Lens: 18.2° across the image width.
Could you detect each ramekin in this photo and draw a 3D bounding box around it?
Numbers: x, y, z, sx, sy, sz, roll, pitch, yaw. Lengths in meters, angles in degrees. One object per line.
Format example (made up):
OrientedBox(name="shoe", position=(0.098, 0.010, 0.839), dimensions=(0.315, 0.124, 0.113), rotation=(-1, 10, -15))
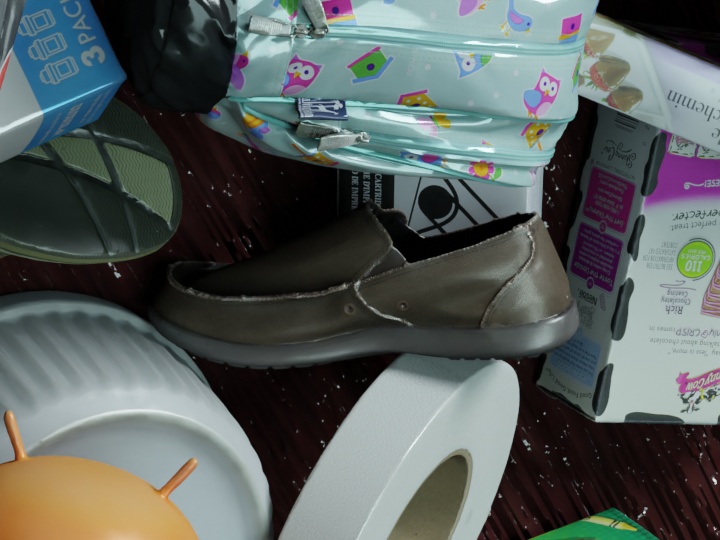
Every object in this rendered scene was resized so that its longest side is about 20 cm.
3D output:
OrientedBox(name="ramekin", position=(-0.133, 0.120, 1.010), dimensions=(0.199, 0.105, 0.202), rotation=(-11, 113, -27))

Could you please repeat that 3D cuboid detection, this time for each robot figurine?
OrientedBox(name="robot figurine", position=(-0.125, 0.162, 0.891), dimensions=(0.116, 0.143, 0.201), rotation=(9, 97, -48))

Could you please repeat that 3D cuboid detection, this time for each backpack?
OrientedBox(name="backpack", position=(-0.001, -0.107, 0.937), dimensions=(0.199, 0.167, 0.127), rotation=(7, 113, -18))

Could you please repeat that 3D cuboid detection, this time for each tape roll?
OrientedBox(name="tape roll", position=(0.013, 0.126, 1.077), dimensions=(0.203, 0.037, 0.203), rotation=(-52, 158, -31))

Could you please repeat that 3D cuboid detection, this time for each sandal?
OrientedBox(name="sandal", position=(-0.176, -0.038, 0.960), dimensions=(0.199, 0.057, 0.080), rotation=(0, 78, -14))

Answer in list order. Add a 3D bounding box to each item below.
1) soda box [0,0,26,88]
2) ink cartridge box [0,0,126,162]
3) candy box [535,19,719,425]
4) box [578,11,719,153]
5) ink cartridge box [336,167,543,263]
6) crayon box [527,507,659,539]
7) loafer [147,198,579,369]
OrientedBox(name="soda box", position=(-0.166, -0.081, 0.824), dimensions=(0.063, 0.071, 0.201), rotation=(13, 75, 2))
OrientedBox(name="ink cartridge box", position=(-0.209, -0.080, 0.889), dimensions=(0.199, 0.068, 0.116), rotation=(-27, 88, -21))
OrientedBox(name="candy box", position=(0.180, -0.022, 1.175), dimensions=(0.136, 0.061, 0.201), rotation=(4, 104, -31))
OrientedBox(name="box", position=(0.139, -0.092, 1.081), dimensions=(0.199, 0.041, 0.039), rotation=(22, 102, -3))
OrientedBox(name="ink cartridge box", position=(0.038, -0.073, 1.050), dimensions=(0.093, 0.044, 0.201), rotation=(5, 111, 13))
OrientedBox(name="crayon box", position=(0.107, 0.243, 1.223), dimensions=(0.118, 0.058, 0.201), rotation=(-17, 117, -26))
OrientedBox(name="loafer", position=(0.000, 0.000, 1.030), dimensions=(0.198, 0.073, 0.072), rotation=(-2, 106, 5))
